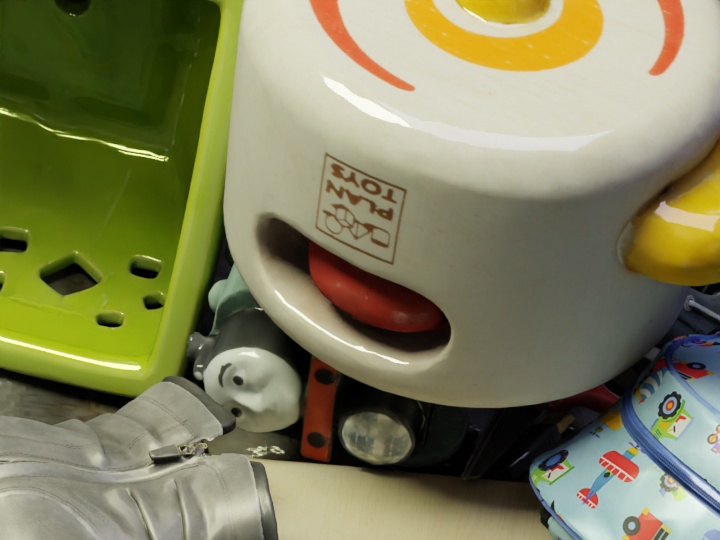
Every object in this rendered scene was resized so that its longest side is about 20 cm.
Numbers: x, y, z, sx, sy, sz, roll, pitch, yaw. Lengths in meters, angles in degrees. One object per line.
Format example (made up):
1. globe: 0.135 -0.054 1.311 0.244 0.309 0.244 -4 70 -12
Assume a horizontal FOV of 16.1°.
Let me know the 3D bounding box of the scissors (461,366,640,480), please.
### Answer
1. scissors: 0.068 0.047 1.062 0.073 0.014 0.200 54 28 14

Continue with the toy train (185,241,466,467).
1. toy train: 0.000 0.000 1.041 0.113 0.086 0.200 11 41 6

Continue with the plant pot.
1. plant pot: -0.135 -0.089 1.084 0.198 0.201 0.182 16 28 3

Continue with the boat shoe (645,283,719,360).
1. boat shoe: 0.158 0.011 1.132 0.199 0.062 0.073 20 28 -23

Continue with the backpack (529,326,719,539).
1. backpack: 0.169 0.085 0.948 0.200 0.135 0.183 9 27 -51

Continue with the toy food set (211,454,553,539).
1. toy food set: -0.002 0.142 0.929 0.143 0.061 0.200 5 32 6

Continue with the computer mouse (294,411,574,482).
1. computer mouse: 0.040 0.023 1.114 0.140 0.046 0.200 27 35 18

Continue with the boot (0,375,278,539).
1. boot: -0.124 0.069 0.943 0.131 0.070 0.200 -22 48 -26

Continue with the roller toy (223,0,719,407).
1. roller toy: 0.044 -0.053 0.936 0.181 0.140 0.200 -5 44 -14
